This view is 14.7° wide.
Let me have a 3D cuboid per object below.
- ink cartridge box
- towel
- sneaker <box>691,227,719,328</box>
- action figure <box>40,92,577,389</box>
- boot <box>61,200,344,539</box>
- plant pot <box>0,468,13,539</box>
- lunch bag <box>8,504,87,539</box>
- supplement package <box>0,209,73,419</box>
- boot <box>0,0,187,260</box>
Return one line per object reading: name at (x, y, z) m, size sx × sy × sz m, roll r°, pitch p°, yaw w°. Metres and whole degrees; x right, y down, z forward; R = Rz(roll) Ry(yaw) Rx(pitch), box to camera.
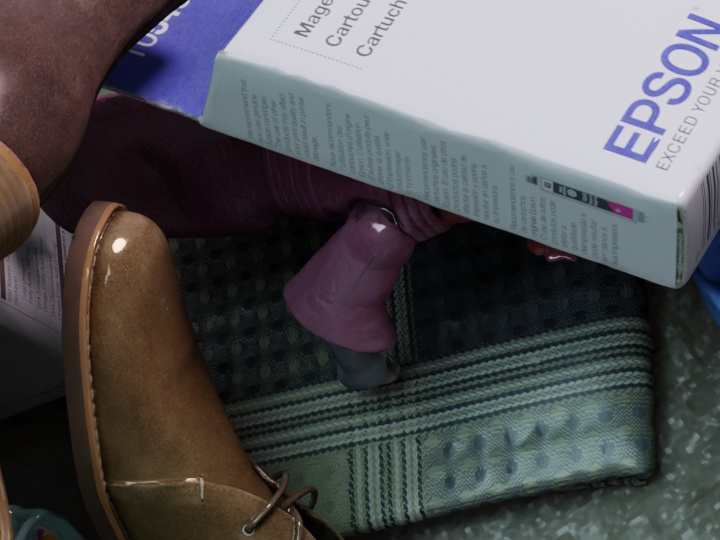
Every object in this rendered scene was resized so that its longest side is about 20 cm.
ink cartridge box at (0.046, -0.101, 0.832) m, size 0.199 × 0.043 × 0.197 m, roll 20°, pitch 53°, yaw 20°
towel at (0.000, 0.000, 0.937) m, size 0.199 × 0.035 × 0.193 m, roll -12°, pitch 66°, yaw 19°
sneaker at (0.127, -0.030, 0.835) m, size 0.076 × 0.105 × 0.201 m, roll -30°, pitch 58°, yaw 12°
action figure at (-0.008, -0.050, 0.863) m, size 0.199 × 0.149 × 0.134 m, roll 13°, pitch 70°, yaw 42°
boot at (-0.040, 0.069, 0.849) m, size 0.075 × 0.201 × 0.074 m, roll -5°, pitch 23°, yaw 19°
plant pot at (-0.205, 0.071, 0.784) m, size 0.199 × 0.187 × 0.187 m, roll -16°, pitch 60°, yaw 0°
lunch bag at (-0.165, 0.173, 0.882) m, size 0.170 × 0.122 × 0.201 m, roll 4°, pitch 72°, yaw 27°
supplement package at (-0.207, -0.036, 0.922) m, size 0.151 × 0.200 × 0.151 m, roll -21°, pitch 61°, yaw 23°
boot at (-0.164, -0.073, 0.783) m, size 0.199 × 0.072 × 0.167 m, roll 26°, pitch 51°, yaw 8°
